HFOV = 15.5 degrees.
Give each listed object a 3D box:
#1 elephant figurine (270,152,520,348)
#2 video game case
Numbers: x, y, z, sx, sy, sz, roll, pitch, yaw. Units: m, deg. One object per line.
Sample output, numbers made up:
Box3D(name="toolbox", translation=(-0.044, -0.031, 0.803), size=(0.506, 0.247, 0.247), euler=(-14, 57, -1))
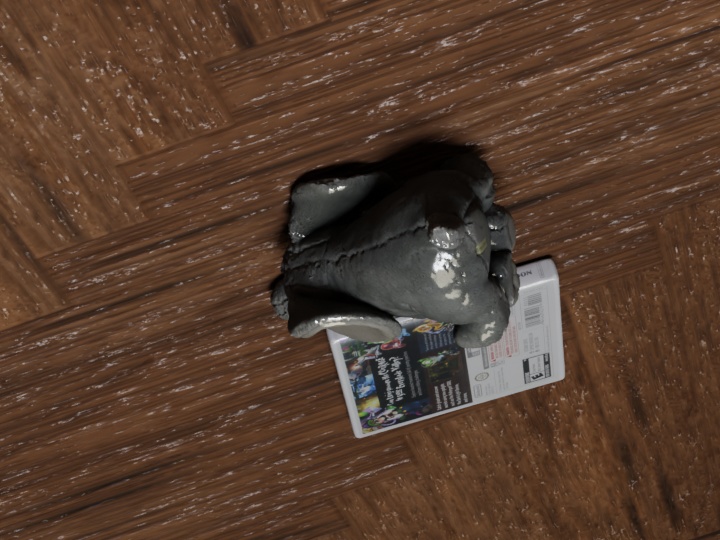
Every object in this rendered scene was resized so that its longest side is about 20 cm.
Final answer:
Box3D(name="elephant figurine", translation=(0.000, 0.000, 1.815), size=(0.199, 0.142, 0.156), euler=(-8, 128, 19))
Box3D(name="video game case", translation=(0.070, 0.063, 2.082), size=(0.181, 0.023, 0.200), euler=(-16, 155, -2))
